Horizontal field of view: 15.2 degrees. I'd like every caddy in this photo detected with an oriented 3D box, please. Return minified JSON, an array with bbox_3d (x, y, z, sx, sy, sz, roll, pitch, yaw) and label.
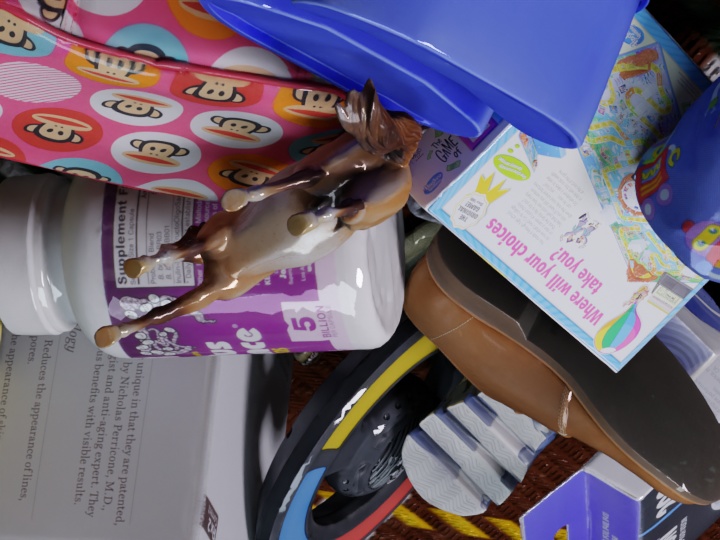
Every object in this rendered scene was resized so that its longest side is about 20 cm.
[{"bbox_3d":[0.030,-0.129,1.122,0.200,0.105,0.141,25,170,-39],"label":"caddy"}]

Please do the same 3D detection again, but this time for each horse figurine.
[{"bbox_3d":[-0.036,-0.024,1.203,0.200,0.050,0.132,-32,176,37],"label":"horse figurine"}]

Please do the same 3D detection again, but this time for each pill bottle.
[{"bbox_3d":[-0.083,-0.011,1.374,0.199,0.113,0.112,-2,154,13],"label":"pill bottle"}]

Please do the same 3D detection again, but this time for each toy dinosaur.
[{"bbox_3d":[0.000,0.000,1.468,0.088,0.048,0.200,3,159,-35],"label":"toy dinosaur"}]

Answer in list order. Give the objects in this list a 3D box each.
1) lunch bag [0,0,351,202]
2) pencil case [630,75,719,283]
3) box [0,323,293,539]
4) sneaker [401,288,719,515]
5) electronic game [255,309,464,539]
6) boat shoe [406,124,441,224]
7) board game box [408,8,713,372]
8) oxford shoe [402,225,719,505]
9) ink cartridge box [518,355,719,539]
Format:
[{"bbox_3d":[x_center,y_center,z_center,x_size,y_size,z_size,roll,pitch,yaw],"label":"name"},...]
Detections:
[{"bbox_3d":[-0.110,-0.091,1.243,0.199,0.082,0.176,13,154,-21],"label":"lunch bag"},{"bbox_3d":[0.194,-0.081,1.181,0.078,0.087,0.200,27,134,-5],"label":"pencil case"},{"bbox_3d":[-0.123,0.097,1.507,0.130,0.201,0.199,2,155,9],"label":"box"},{"bbox_3d":[0.112,0.045,1.491,0.199,0.115,0.081,-36,102,33],"label":"sneaker"},{"bbox_3d":[0.011,0.094,1.528,0.042,0.200,0.200,37,163,20],"label":"electronic game"},{"bbox_3d":[0.102,-0.027,1.363,0.200,0.068,0.072,20,151,-38],"label":"boat shoe"},{"bbox_3d":[0.116,-0.044,1.278,0.134,0.034,0.200,-45,141,5],"label":"board game box"},{"bbox_3d":[0.107,0.056,1.399,0.200,0.071,0.071,41,135,3],"label":"oxford shoe"},{"bbox_3d":[0.177,0.118,1.544,0.200,0.043,0.198,-41,159,-11],"label":"ink cartridge box"}]
